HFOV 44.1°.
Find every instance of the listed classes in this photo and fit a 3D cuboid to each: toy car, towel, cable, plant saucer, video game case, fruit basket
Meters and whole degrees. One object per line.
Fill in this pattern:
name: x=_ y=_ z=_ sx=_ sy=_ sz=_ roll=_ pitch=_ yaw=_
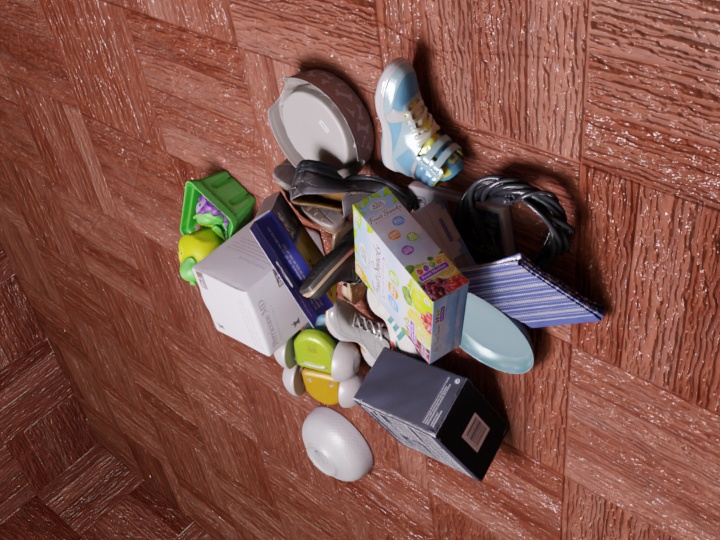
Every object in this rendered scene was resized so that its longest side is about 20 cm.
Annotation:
toy car: x=-0.067 y=0.170 z=1.781 sx=0.174 sy=0.150 sz=0.201 roll=11 pitch=139 yaw=22
towel: x=0.236 y=0.031 z=1.262 sx=0.199 sy=0.024 sz=0.144 roll=30 pitch=154 yaw=-32
cable: x=0.212 y=-0.065 z=1.242 sx=0.163 sy=0.051 sz=0.200 roll=45 pitch=149 yaw=11
plant saucer: x=0.201 y=0.090 z=1.441 sx=0.199 sy=0.027 sz=0.201 roll=34 pitch=155 yaw=18
video game case: x=0.165 y=-0.035 z=1.386 sx=0.181 sy=0.023 sz=0.201 roll=20 pitch=137 yaw=40
fruit basket: x=-0.314 y=-0.072 z=1.788 sx=0.155 sy=0.215 sz=0.216 roll=43 pitch=148 yaw=11

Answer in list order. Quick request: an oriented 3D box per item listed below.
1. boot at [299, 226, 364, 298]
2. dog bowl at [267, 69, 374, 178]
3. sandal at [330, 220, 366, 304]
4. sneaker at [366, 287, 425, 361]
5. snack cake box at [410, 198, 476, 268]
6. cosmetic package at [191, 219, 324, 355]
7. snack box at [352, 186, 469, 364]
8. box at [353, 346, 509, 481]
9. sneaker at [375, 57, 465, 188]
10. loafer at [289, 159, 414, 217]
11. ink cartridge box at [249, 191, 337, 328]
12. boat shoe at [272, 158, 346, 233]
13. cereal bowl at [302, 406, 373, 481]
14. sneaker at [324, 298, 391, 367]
boot: x=0.005 y=0.014 z=1.474 sx=0.139 sy=0.200 sz=0.077 roll=53 pitch=152 yaw=-13
dog bowl: x=-0.060 y=-0.231 z=1.430 sx=0.199 sy=0.059 sz=0.201 roll=32 pitch=145 yaw=26
sandal: x=0.003 y=-0.004 z=1.582 sx=0.069 sy=0.078 sz=0.212 roll=28 pitch=151 yaw=24
sneaker: x=0.083 y=0.085 z=1.576 sx=0.093 sy=0.070 sz=0.201 roll=11 pitch=137 yaw=42
snack cake box: x=0.091 y=-0.027 z=1.374 sx=0.116 sy=0.067 sz=0.200 roll=61 pitch=162 yaw=-1
cosmetic package: x=-0.183 y=0.023 z=1.716 sx=0.164 sy=0.200 sz=0.166 roll=20 pitch=140 yaw=38
snack box: x=0.068 y=0.008 z=1.274 sx=0.200 sy=0.067 sz=0.169 roll=53 pitch=161 yaw=31
box: x=0.128 y=0.255 z=1.592 sx=0.197 sy=0.124 sz=0.200 roll=16 pitch=157 yaw=42
sneaker: x=0.092 y=-0.200 z=1.252 sx=0.130 sy=0.080 sz=0.201 roll=34 pitch=155 yaw=28
loafer: x=-0.015 y=-0.110 z=1.396 sx=0.198 sy=0.073 sz=0.073 roll=13 pitch=147 yaw=9
ink cartridge box: x=-0.108 y=-0.025 z=1.510 sx=0.198 sy=0.047 sz=0.200 roll=58 pitch=-172 yaw=-15
boat shoe: x=-0.081 y=-0.122 z=1.547 sx=0.200 sy=0.075 sz=0.072 roll=50 pitch=165 yaw=41
cereal bowl: x=-0.068 y=0.427 z=2.116 sx=0.199 sy=0.083 sz=0.201 roll=33 pitch=146 yaw=26
sneaker: x=0.019 y=0.111 z=1.663 sx=0.092 sy=0.076 sz=0.200 roll=-11 pitch=140 yaw=41
